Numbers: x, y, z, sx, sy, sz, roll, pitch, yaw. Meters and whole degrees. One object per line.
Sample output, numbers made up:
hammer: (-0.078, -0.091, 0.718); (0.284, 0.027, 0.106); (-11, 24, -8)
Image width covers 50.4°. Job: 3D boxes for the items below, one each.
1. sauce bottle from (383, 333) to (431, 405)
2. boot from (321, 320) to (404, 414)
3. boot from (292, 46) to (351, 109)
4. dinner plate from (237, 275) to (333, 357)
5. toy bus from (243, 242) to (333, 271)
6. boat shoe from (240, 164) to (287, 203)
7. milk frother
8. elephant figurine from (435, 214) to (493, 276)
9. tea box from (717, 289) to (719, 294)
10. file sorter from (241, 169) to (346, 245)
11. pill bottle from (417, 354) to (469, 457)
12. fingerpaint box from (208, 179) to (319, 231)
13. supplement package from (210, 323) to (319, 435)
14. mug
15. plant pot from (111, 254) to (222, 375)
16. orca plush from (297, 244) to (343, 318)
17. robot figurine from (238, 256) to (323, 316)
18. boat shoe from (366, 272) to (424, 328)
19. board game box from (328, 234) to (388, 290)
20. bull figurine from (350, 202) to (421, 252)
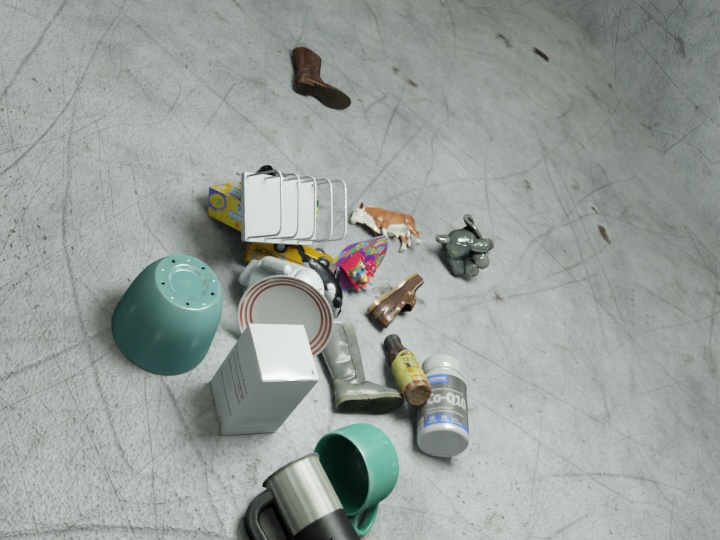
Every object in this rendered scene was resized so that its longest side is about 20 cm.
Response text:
sauce bottle: (0.097, 0.213, 1.692); (0.065, 0.067, 0.201); (13, 26, -27)
boot: (-0.004, 0.208, 1.665); (0.179, 0.073, 0.202); (12, 41, -31)
boot: (-0.117, -0.582, 2.295); (0.184, 0.064, 0.202); (19, 40, -25)
dinner plate: (-0.151, 0.097, 1.550); (0.198, 0.201, 0.024); (30, 26, -10)
toy bus: (-0.159, -0.029, 1.734); (0.197, 0.079, 0.065); (22, 16, -20)
boat shoe: (-0.208, -0.198, 1.690); (0.073, 0.067, 0.199); (12, 25, 18)
milk frother: (-0.088, 0.416, 1.303); (0.178, 0.201, 0.190); (-14, 62, -39)
elephant figurine: (0.291, -0.079, 2.113); (0.139, 0.157, 0.201); (-6, 29, 13)
tea box: (1.444, 0.123, 2.771); (0.194, 0.134, 0.202); (3, 52, -34)
file sorter: (-0.133, -0.129, 1.590); (0.198, 0.123, 0.142); (2, 88, -47)
pill bottle: (0.179, 0.293, 1.680); (0.112, 0.114, 0.202); (22, 43, -18)
fingerpaint box: (-0.221, -0.142, 1.738); (0.198, 0.075, 0.166); (25, 30, 34)
supplement package: (-0.181, 0.203, 1.422); (0.120, 0.201, 0.121); (4, 51, -34)
mug: (-0.006, 0.382, 1.451); (0.151, 0.188, 0.113); (35, 28, 33)
plant pot: (-0.351, 0.069, 1.447); (0.198, 0.161, 0.203); (20, 44, -21)
orca plush: (-0.079, 0.016, 1.692); (0.071, 0.104, 0.201); (-51, 123, -29)
robot figurine: (-0.159, 0.039, 1.616); (0.197, 0.171, 0.114); (16, 58, 25)
boat shoe: (0.097, 0.075, 1.850); (0.070, 0.071, 0.199); (42, 48, 14)
board game box: (0.000, 0.000, 1.771); (0.198, 0.159, 0.039); (-16, 52, -45)
bull figurine: (0.070, -0.115, 2.005); (0.197, 0.065, 0.123); (3, 56, -32)
